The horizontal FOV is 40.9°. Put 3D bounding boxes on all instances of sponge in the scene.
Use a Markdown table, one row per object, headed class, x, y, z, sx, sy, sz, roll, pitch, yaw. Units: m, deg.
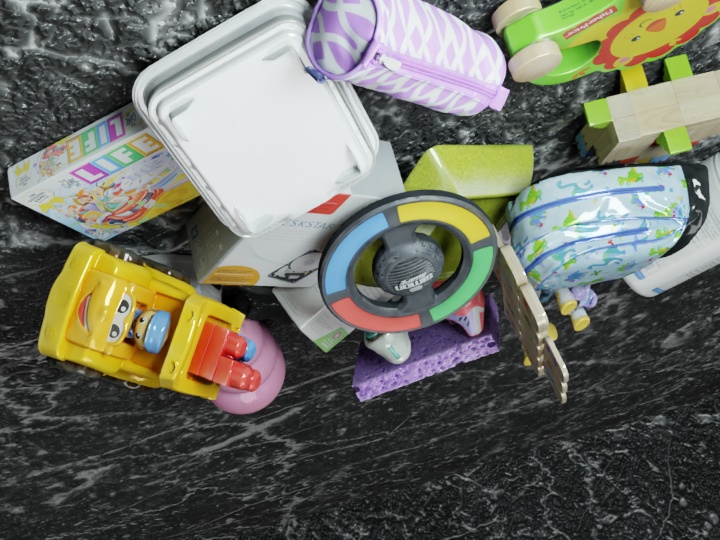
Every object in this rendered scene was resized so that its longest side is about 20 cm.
| class | x | y | z | sx | sy | sz | roll | pitch | yaw |
| --- | --- | --- | --- | --- | --- | --- | --- | --- | --- |
| sponge | 0.086 | 0.099 | 1.264 | 0.197 | 0.112 | 0.030 | -22 | 113 | 16 |

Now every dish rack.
| class | x | y | z | sx | sy | sz | roll | pitch | yaw |
| --- | --- | --- | --- | --- | --- | --- | --- | --- | --- |
| dish rack | -0.080 | -0.118 | 0.832 | 0.170 | 0.044 | 0.201 | -28 | 135 | 5 |

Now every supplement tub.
| class | x | y | z | sx | sy | sz | roll | pitch | yaw |
| --- | --- | --- | --- | --- | --- | --- | --- | --- | --- |
| supplement tub | 0.444 | -0.062 | 1.308 | 0.199 | 0.134 | 0.131 | -31 | 153 | 33 |

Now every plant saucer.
| class | x | y | z | sx | sy | sz | roll | pitch | yaw |
| --- | --- | --- | --- | --- | --- | --- | --- | --- | --- |
| plant saucer | 0.101 | -0.051 | 1.096 | 0.198 | 0.048 | 0.201 | -8 | 142 | -46 |

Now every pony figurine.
| class | x | y | z | sx | sy | sz | roll | pitch | yaw |
| --- | --- | --- | --- | --- | --- | --- | --- | --- | --- |
| pony figurine | 0.224 | -0.013 | 1.233 | 0.164 | 0.202 | 0.194 | -1 | 140 | -27 |

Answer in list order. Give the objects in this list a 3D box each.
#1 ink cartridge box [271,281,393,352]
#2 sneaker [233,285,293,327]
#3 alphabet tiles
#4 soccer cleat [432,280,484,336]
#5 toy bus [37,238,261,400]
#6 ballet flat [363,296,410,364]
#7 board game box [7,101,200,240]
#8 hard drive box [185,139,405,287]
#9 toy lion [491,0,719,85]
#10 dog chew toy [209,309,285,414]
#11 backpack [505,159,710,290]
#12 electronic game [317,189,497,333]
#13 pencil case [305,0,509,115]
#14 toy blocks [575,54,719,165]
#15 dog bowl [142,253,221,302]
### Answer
| class | x | y | z | sx | sy | sz | roll | pitch | yaw |
| --- | --- | --- | --- | --- | --- | --- | --- | --- | --- |
| ink cartridge box | 0.000 | 0.000 | 1.187 | 0.199 | 0.068 | 0.117 | -39 | 156 | -1 |
| sneaker | -0.128 | 0.026 | 1.215 | 0.104 | 0.061 | 0.198 | -36 | 154 | 30 |
| alphabet tiles | 0.185 | 0.050 | 1.094 | 0.014 | 0.198 | 0.201 | -23 | 155 | 0 |
| soccer cleat | 0.107 | 0.030 | 1.265 | 0.066 | 0.078 | 0.200 | -16 | -167 | -15 |
| toy bus | -0.197 | 0.068 | 0.982 | 0.189 | 0.138 | 0.200 | 19 | 173 | 22 |
| ballet flat | 0.035 | 0.067 | 1.269 | 0.068 | 0.071 | 0.201 | -18 | -161 | 5 |
| board game box | -0.209 | -0.098 | 0.910 | 0.197 | 0.035 | 0.134 | -23 | 156 | 16 |
| hard drive box | -0.072 | -0.062 | 1.031 | 0.154 | 0.078 | 0.200 | 2 | 151 | -37 |
| toy lion | 0.241 | -0.229 | 0.892 | 0.198 | 0.070 | 0.191 | -26 | 163 | 22 |
| dog chew toy | -0.165 | 0.118 | 1.319 | 0.122 | 0.127 | 0.201 | -12 | 156 | -8 |
| backpack | 0.259 | -0.051 | 1.066 | 0.196 | 0.157 | 0.163 | 10 | 164 | -12 |
| electronic game | 0.051 | -0.005 | 1.023 | 0.196 | 0.042 | 0.202 | -10 | 136 | -9 |
| pencil case | 0.043 | -0.182 | 0.807 | 0.198 | 0.085 | 0.085 | 0 | 119 | -50 |
| toy blocks | 0.330 | -0.161 | 1.077 | 0.196 | 0.102 | 0.137 | -14 | 169 | -5 |
| dog bowl | -0.261 | 0.052 | 1.190 | 0.196 | 0.060 | 0.201 | -13 | 157 | -5 |
